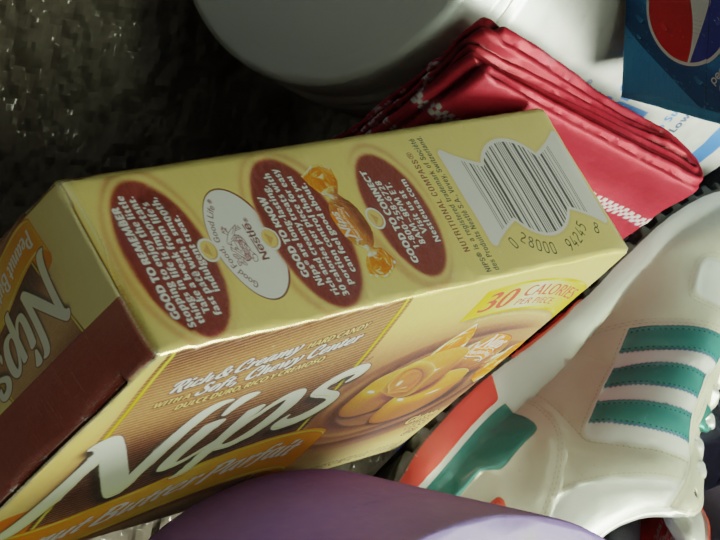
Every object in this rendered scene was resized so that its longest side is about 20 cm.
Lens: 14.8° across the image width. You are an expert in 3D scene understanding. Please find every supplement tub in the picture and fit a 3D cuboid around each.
[{"bbox_3d":[0.048,-0.102,0.909,0.199,0.131,0.133,13,94,-54],"label":"supplement tub"}]

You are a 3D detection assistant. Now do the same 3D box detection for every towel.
[{"bbox_3d":[0.000,0.000,0.881,0.199,0.023,0.144,-34,150,22],"label":"towel"}]

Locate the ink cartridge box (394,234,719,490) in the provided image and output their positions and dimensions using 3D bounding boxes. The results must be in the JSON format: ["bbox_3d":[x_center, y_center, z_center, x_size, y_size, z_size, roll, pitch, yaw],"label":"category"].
[{"bbox_3d":[0.082,0.035,1.020,0.199,0.119,0.042,-17,143,-47],"label":"ink cartridge box"}]

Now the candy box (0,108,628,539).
[{"bbox_3d":[-0.030,0.017,0.758,0.199,0.056,0.115,-11,154,-49],"label":"candy box"}]

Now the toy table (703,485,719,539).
[{"bbox_3d":[0.098,0.146,1.046,0.117,0.183,0.200,-55,-179,18],"label":"toy table"}]

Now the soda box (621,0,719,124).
[{"bbox_3d":[0.172,-0.097,0.891,0.199,0.064,0.068,-15,114,-40],"label":"soda box"}]

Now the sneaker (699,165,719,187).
[{"bbox_3d":[0.145,-0.068,1.044,0.200,0.070,0.083,-141,-128,-82],"label":"sneaker"}]

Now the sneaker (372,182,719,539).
[{"bbox_3d":[0.088,0.054,0.918,0.200,0.093,0.070,-38,173,-35],"label":"sneaker"}]

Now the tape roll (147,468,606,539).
[{"bbox_3d":[0.003,0.160,0.770,0.199,0.085,0.202,-6,99,-42],"label":"tape roll"}]
